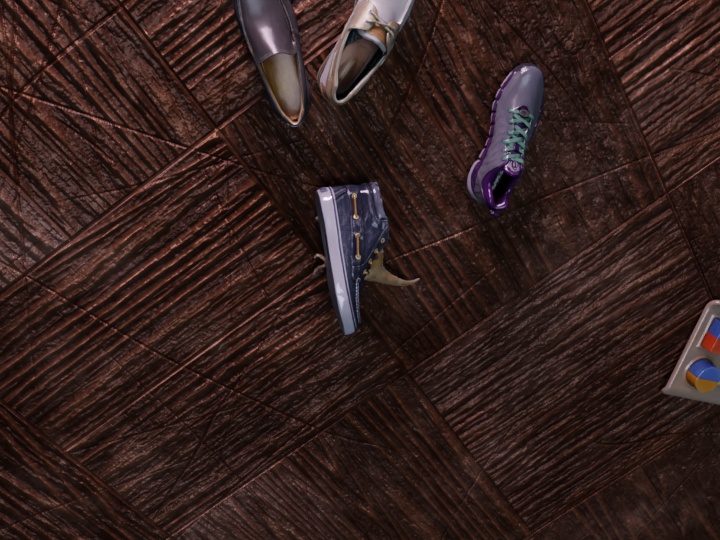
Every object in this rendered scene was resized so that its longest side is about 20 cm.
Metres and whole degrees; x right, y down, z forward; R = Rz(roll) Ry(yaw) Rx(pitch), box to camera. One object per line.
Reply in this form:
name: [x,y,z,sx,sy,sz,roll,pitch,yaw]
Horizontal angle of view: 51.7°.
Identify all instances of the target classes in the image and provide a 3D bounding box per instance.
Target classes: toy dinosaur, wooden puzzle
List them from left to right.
toy dinosaur: [0.000,0.000,1.071,0.199,0.058,0.101,37,103,-27]
wooden puzzle: [0.655,0.159,1.317,0.182,0.046,0.203,12,114,-19]

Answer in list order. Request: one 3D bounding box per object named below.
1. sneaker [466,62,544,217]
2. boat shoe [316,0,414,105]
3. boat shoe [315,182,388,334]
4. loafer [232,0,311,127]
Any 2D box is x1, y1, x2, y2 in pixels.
sneaker: [0.212,-0.174,1.012,0.073,0.088,0.203,9,115,-17]
boat shoe: [0.016,-0.293,0.914,0.074,0.069,0.202,22,110,-23]
boat shoe: [-0.002,-0.017,1.010,0.089,0.071,0.204,-10,101,-10]
loafer: [-0.102,-0.271,0.895,0.072,0.073,0.202,-22,119,0]
